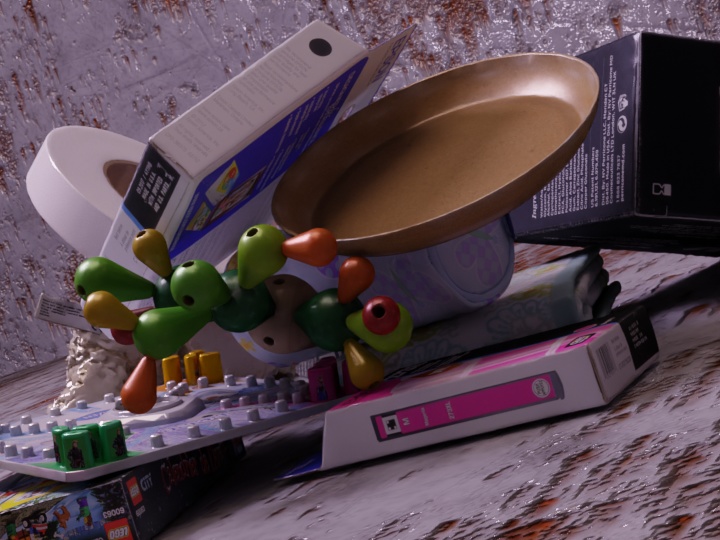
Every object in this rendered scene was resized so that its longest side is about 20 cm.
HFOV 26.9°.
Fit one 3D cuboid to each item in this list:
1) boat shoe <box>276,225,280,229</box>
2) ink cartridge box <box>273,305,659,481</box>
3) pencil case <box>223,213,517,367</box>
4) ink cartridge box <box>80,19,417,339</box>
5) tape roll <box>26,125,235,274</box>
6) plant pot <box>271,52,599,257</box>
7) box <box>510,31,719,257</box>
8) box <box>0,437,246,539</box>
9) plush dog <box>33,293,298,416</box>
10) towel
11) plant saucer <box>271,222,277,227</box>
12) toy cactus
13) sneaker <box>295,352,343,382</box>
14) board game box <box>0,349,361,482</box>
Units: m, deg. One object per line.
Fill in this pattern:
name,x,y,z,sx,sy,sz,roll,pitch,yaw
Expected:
boat shoe,0.012,-0.001,1.106,0.075,0.072,0.199,-17,20,-29
ink cartridge box,0.052,0.066,0.800,0.199,0.037,0.095,-20,2,29
pencil case,0.000,0.000,0.944,0.199,0.091,0.083,-20,2,43
ink cartridge box,-0.072,-0.064,0.930,0.200,0.043,0.198,-38,-10,-35
tape roll,-0.148,-0.038,1.107,0.037,0.202,0.203,-58,-10,16
plant pot,0.045,-0.063,0.856,0.198,0.028,0.201,-21,26,11
box,0.217,-0.077,1.018,0.195,0.119,0.200,3,-5,-22
box,-0.158,0.130,0.869,0.135,0.038,0.200,-17,3,13
plush dog,-0.162,0.075,1.142,0.198,0.161,0.172,-20,-20,-16
towel,0.081,0.040,0.997,0.170,0.049,0.200,-21,2,18
plant saucer,0.002,0.005,1.249,0.200,0.200,0.037,-15,46,52
toy cactus,-0.054,0.029,0.828,0.198,0.103,0.165,-4,-9,20
sneaker,-0.031,0.050,1.228,0.079,0.079,0.200,-24,15,-19
board game box,-0.127,0.080,0.893,0.199,0.026,0.199,-12,6,-36
